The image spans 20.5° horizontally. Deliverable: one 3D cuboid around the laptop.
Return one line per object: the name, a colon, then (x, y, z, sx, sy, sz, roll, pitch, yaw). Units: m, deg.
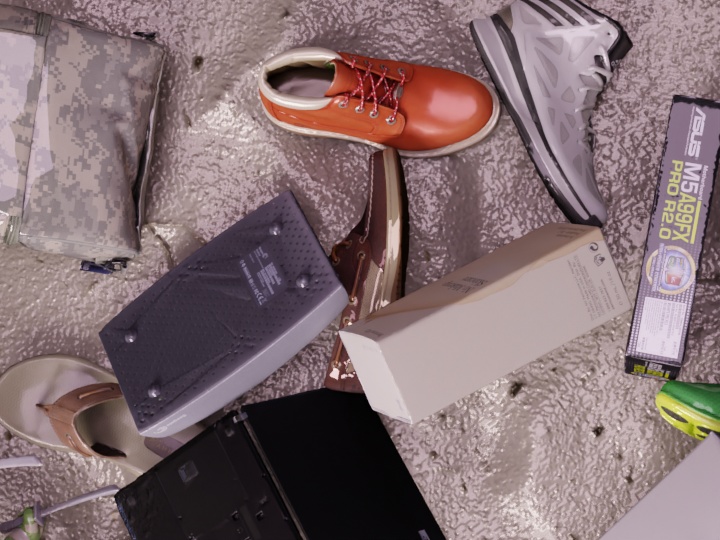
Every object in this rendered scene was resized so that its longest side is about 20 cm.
laptop: (-0.061, 0.203, 1.567, 0.200, 0.103, 0.178, -36, 64, 12)

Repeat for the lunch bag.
lunch bag: (-0.248, -0.106, 1.613, 0.167, 0.139, 0.201, 8, 87, -9)

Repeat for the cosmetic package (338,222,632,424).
cosmetic package: (0.095, 0.038, 1.537, 0.199, 0.103, 0.073, -26, 100, -15)

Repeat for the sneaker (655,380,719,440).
sneaker: (0.326, 0.098, 1.553, 0.199, 0.074, 0.084, 3, 79, -4)

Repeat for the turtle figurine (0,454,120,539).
turtle figurine: (-0.310, 0.175, 1.583, 0.194, 0.144, 0.201, 32, 110, 22)

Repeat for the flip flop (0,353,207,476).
flip flop: (-0.206, 0.125, 1.618, 0.199, 0.058, 0.081, 24, 86, 9)

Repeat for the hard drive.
hard drive: (-0.107, 0.039, 1.594, 0.200, 0.042, 0.135, -36, 47, 7)

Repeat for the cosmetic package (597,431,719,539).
cosmetic package: (0.235, 0.223, 1.506, 0.200, 0.107, 0.090, -46, 61, 7)

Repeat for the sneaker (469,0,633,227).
sneaker: (0.177, -0.137, 1.595, 0.115, 0.076, 0.201, -26, 78, 5)

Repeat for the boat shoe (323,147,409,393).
boat shoe: (0.000, 0.000, 1.604, 0.072, 0.072, 0.201, 3, 90, 6)

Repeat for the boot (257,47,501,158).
boot: (0.013, -0.138, 1.601, 0.199, 0.107, 0.075, 4, 82, 6)

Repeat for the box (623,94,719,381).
box: (0.241, -0.021, 1.530, 0.044, 0.160, 0.201, 10, 83, 9)
